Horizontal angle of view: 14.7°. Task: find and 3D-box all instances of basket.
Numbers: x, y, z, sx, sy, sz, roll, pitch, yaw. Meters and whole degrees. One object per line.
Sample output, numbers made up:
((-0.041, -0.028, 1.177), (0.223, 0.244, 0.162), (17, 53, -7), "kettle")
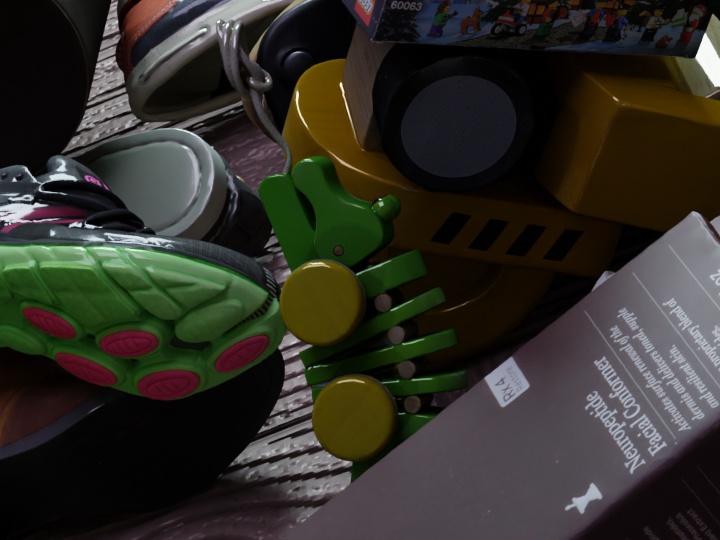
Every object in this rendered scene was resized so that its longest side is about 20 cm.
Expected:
((-0.175, -0.130, 1.200), (0.136, 0.180, 0.200), (-51, 27, 23), "basket")

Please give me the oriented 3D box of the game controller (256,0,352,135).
((0.060, -0.091, 1.143), (0.199, 0.105, 0.042), (-25, -6, -2), "game controller")

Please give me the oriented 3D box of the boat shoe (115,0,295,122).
((-0.015, -0.119, 1.251), (0.199, 0.071, 0.063), (-15, 47, 6), "boat shoe")

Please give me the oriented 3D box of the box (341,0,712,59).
((0.032, -0.149, 1.051), (0.136, 0.038, 0.200), (1, 34, -28), "box")

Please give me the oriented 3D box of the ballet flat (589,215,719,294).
((0.119, 0.018, 0.984), (0.200, 0.069, 0.068), (-37, 36, -15), "ballet flat")

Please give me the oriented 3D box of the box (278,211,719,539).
((0.065, 0.083, 0.894), (0.200, 0.075, 0.100), (-40, 32, 5), "box")

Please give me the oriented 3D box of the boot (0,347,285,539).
((-0.136, 0.027, 1.127), (0.188, 0.068, 0.200), (-35, 43, 9), "boot")

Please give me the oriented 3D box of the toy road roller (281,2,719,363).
((0.067, -0.039, 1.076), (0.199, 0.147, 0.123), (9, 32, -15), "toy road roller")

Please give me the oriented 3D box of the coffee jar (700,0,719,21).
((0.199, -0.077, 0.948), (0.085, 0.200, 0.105), (-28, 23, 48), "coffee jar")

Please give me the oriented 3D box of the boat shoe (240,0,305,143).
((0.044, -0.109, 1.198), (0.199, 0.071, 0.070), (-30, 30, -6), "boat shoe")

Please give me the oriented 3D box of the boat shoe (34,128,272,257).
((-0.133, -0.016, 1.205), (0.200, 0.061, 0.072), (-4, 69, 31), "boat shoe")

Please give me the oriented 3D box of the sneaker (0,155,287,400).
((-0.108, -0.007, 1.039), (0.199, 0.077, 0.084), (9, 52, 35), "sneaker")

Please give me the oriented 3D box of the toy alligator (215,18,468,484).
((0.000, 0.000, 0.994), (0.054, 0.201, 0.059), (-15, 0, 10), "toy alligator")
